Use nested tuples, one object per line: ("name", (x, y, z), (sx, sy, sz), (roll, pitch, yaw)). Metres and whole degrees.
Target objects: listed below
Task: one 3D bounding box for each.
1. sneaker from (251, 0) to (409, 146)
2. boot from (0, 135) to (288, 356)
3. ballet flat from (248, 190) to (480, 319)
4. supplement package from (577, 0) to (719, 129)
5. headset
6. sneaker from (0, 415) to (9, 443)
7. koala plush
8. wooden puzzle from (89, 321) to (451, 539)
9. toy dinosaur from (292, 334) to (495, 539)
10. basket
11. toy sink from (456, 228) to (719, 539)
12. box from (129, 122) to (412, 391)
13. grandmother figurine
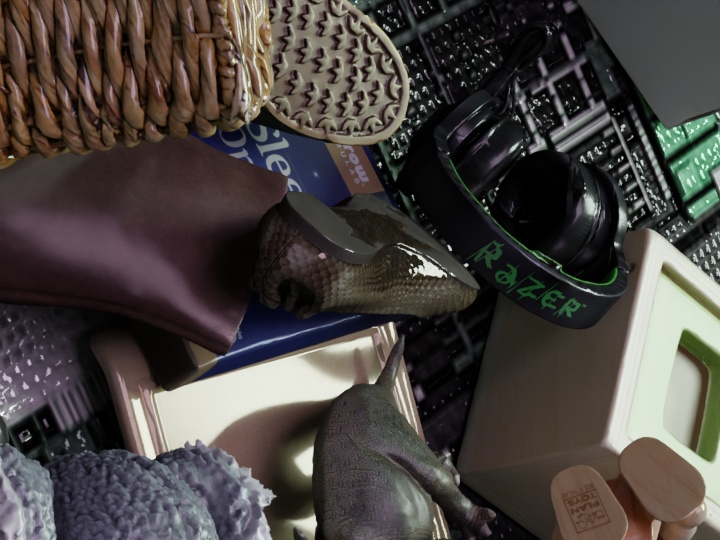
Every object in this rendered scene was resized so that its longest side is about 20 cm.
("sneaker", (-0.076, -0.110, 1.139), (0.200, 0.090, 0.067), (19, 84, -38))
("boot", (-0.125, -0.007, 1.032), (0.166, 0.072, 0.200), (28, 51, -8))
("ballet flat", (0.000, 0.000, 1.112), (0.067, 0.046, 0.200), (40, 11, 16))
("supplement package", (0.226, -0.193, 1.403), (0.156, 0.200, 0.111), (53, 46, -21))
("headset", (0.083, -0.052, 1.258), (0.123, 0.094, 0.200), (32, 22, -21))
("sneaker", (-0.199, 0.104, 0.955), (0.200, 0.079, 0.074), (-35, 102, -47))
("koala plush", (-0.090, 0.160, 0.985), (0.177, 0.184, 0.200), (8, 68, -45))
("wooden puzzle", (-0.033, 0.109, 1.165), (0.185, 0.037, 0.200), (-13, 83, -48))
("toy dinosaur", (0.010, 0.102, 1.129), (0.102, 0.077, 0.200), (39, 52, -37))
("basket", (-0.121, -0.150, 0.985), (0.143, 0.149, 0.200), (-76, 157, -75))
("toy sink", (0.165, 0.090, 1.318), (0.200, 0.112, 0.131), (38, 53, -32))
("box", (-0.039, -0.022, 1.177), (0.200, 0.032, 0.121), (-15, 74, -49))
("grandmother figurine", (0.114, 0.148, 1.220), (0.121, 0.200, 0.061), (-14, 64, -5))
